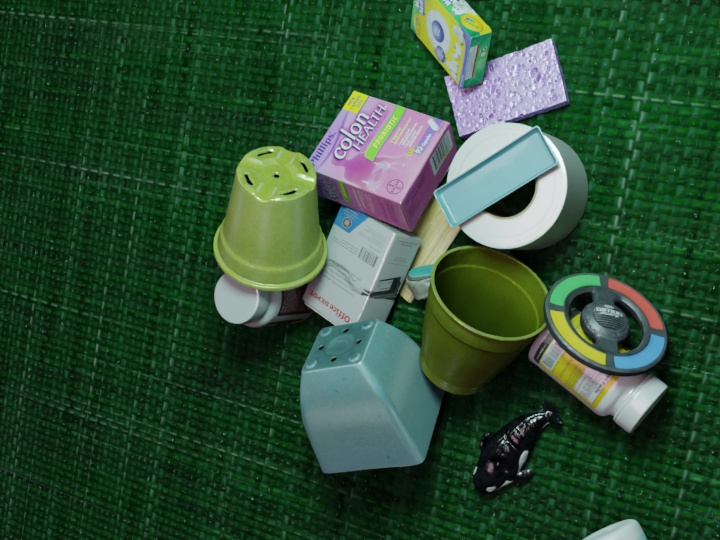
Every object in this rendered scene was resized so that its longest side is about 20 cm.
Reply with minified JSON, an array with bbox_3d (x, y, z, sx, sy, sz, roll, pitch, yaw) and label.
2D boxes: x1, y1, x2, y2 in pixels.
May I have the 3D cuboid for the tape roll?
[{"bbox_3d":[0.258,-0.134,1.569,0.202,0.139,0.204,1,91,27],"label":"tape roll"}]

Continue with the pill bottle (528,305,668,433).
[{"bbox_3d":[0.377,0.158,1.522,0.200,0.114,0.114,40,107,21],"label":"pill bottle"}]

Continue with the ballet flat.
[{"bbox_3d":[0.177,0.010,1.662,0.199,0.067,0.064,-13,112,24],"label":"ballet flat"}]

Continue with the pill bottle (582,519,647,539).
[{"bbox_3d":[0.429,0.502,1.499,0.111,0.111,0.201,-31,77,24],"label":"pill bottle"}]

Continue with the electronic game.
[{"bbox_3d":[0.380,0.081,1.486,0.200,0.200,0.042,39,140,21],"label":"electronic game"}]

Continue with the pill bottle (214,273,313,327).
[{"bbox_3d":[-0.172,0.045,1.756,0.114,0.200,0.115,0,90,27],"label":"pill bottle"}]

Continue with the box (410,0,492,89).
[{"bbox_3d":[0.144,-0.417,1.625,0.048,0.118,0.200,-21,58,-17],"label":"box"}]

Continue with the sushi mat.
[{"bbox_3d":[0.107,-0.047,1.716,0.096,0.012,0.200,39,108,21],"label":"sushi mat"}]

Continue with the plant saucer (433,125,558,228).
[{"bbox_3d":[0.212,-0.144,1.504,0.200,0.019,0.070,-32,76,23],"label":"plant saucer"}]

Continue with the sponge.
[{"bbox_3d":[0.247,-0.307,1.633,0.199,0.030,0.112,-15,83,26],"label":"sponge"}]

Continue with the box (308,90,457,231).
[{"bbox_3d":[0.038,-0.192,1.664,0.200,0.097,0.176,23,70,26],"label":"box"}]

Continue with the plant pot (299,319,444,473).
[{"bbox_3d":[0.005,0.197,1.625,0.196,0.196,0.200,-11,122,27],"label":"plant pot"}]

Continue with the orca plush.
[{"bbox_3d":[0.255,0.306,1.610,0.200,0.071,0.105,-37,74,22],"label":"orca plush"}]

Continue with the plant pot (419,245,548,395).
[{"bbox_3d":[0.184,0.099,1.571,0.200,0.200,0.193,40,137,21],"label":"plant pot"}]

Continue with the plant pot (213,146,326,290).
[{"bbox_3d":[-0.148,-0.101,1.625,0.200,0.200,0.185,36,142,22],"label":"plant pot"}]

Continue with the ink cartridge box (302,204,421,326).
[{"bbox_3d":[0.000,0.000,1.717,0.144,0.084,0.201,34,106,39],"label":"ink cartridge box"}]
